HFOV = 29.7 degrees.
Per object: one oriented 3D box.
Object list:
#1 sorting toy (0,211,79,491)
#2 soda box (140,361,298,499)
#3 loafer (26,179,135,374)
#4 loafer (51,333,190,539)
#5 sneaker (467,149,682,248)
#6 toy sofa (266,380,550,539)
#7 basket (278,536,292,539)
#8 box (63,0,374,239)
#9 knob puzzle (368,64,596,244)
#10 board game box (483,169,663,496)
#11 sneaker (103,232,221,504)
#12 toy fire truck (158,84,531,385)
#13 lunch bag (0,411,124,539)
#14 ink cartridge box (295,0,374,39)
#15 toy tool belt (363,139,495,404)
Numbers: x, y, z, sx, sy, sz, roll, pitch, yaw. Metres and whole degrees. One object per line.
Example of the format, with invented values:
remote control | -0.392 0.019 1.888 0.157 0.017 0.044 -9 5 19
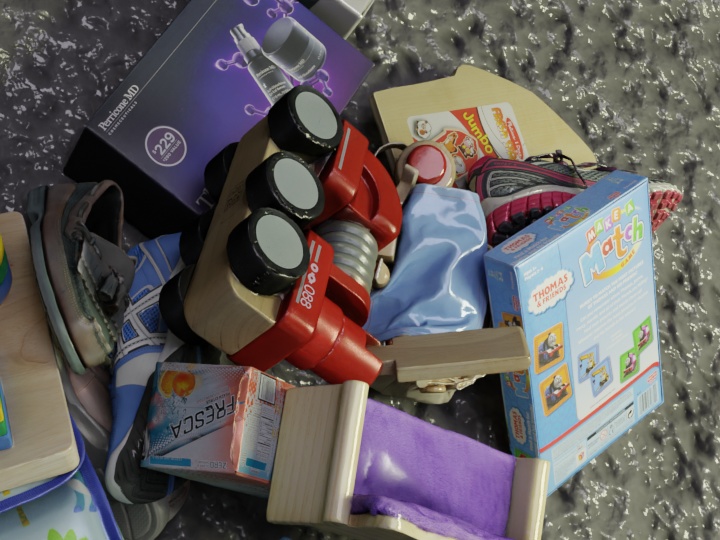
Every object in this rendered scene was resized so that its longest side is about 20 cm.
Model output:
sorting toy | -0.280 0.042 0.774 0.197 0.070 0.200 -15 48 -12
soda box | -0.058 0.109 0.860 0.200 0.067 0.065 36 59 -62
loafer | -0.171 -0.010 0.855 0.062 0.200 0.073 -21 122 -6
loafer | -0.187 0.086 0.889 0.201 0.072 0.063 53 30 -3
sneaker | 0.175 -0.060 1.079 0.198 0.081 0.075 0 50 -35
toy sofa | 0.045 0.133 0.826 0.199 0.097 0.084 27 65 -43
basket | 0.002 0.275 0.825 0.201 0.138 0.177 56 12 -15
box | -0.101 -0.114 0.999 0.140 0.079 0.201 36 59 -6
knob puzzle | 0.111 -0.072 1.110 0.217 0.030 0.223 10 67 -25
board game box | 0.165 0.047 1.017 0.150 0.036 0.202 -30 125 -32
sneaker | -0.132 0.060 0.873 0.076 0.076 0.202 -2 50 18
toy fire truck | 0.000 0.000 0.860 0.199 0.128 0.177 37 41 -23
lunch bag | -0.226 0.167 0.787 0.168 0.128 0.202 -20 73 -19
ink cartridge box | -0.070 -0.260 1.013 0.199 0.176 0.045 35 58 -9
toy tool belt | 0.047 -0.010 0.973 0.123 0.123 0.203 6 77 -2
